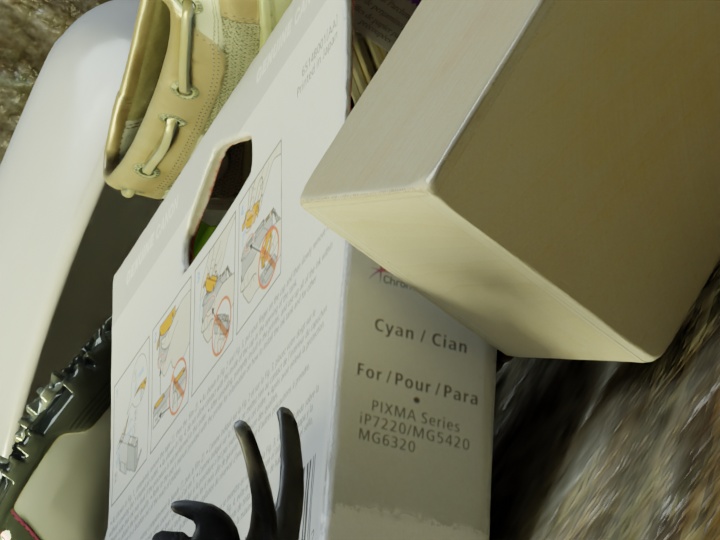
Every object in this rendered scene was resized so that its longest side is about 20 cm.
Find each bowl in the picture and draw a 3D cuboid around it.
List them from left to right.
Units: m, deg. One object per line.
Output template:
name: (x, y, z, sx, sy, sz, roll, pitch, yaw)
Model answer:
bowl: (-0.066, -0.012, 0.995, 0.200, 0.075, 0.200, 1, -63, -56)

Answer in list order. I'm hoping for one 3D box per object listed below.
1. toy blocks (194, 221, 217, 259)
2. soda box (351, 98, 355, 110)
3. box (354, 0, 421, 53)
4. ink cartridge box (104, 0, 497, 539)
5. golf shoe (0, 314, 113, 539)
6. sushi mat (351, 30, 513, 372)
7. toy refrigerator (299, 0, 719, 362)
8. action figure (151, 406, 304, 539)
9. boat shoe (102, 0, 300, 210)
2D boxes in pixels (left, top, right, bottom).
toy blocks: (0.000, 0.000, 0.872, 0.200, 0.100, 0.137, -63, 16, -13)
soda box: (0.038, -0.102, 0.826, 0.063, 0.070, 0.200, 133, 149, -53)
box: (0.009, -0.142, 0.761, 0.039, 0.041, 0.200, -36, 38, 31)
ink cartridge box: (-0.022, 0.038, 0.704, 0.200, 0.045, 0.176, 129, 150, -55)
golf shoe: (-0.092, 0.110, 0.886, 0.077, 0.088, 0.200, -66, -2, -69)
sushi mat: (0.034, -0.063, 0.714, 0.096, 0.012, 0.200, -46, 35, 23)
toy refrigerator: (0.076, -0.079, 0.597, 0.200, 0.070, 0.076, -58, 18, -13)
action figure: (-0.060, 0.126, 0.571, 0.200, 0.102, 0.119, -48, 0, 10)
boat shoe: (-0.046, -0.080, 0.751, 0.201, 0.063, 0.073, 91, 176, -62)
